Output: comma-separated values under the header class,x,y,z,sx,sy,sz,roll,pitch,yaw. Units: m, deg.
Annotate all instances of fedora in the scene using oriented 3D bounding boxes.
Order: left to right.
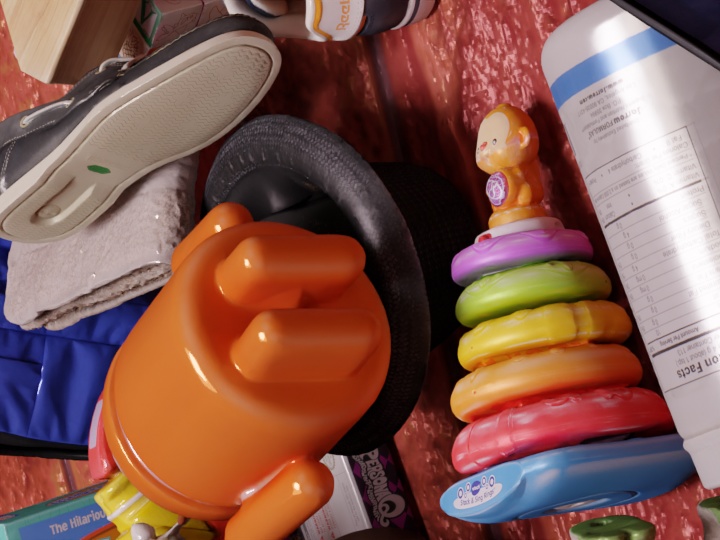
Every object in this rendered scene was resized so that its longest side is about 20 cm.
class,x,y,z,sx,sy,sz,roll,pitch,yaw
fedora,0.000,0.000,1.407,0.200,0.091,0.202,31,129,48

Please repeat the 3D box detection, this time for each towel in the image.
class,x,y,z,sx,sy,sz,roll,pitch,yaw
towel,-0.146,-0.043,1.511,0.200,0.034,0.133,-22,58,54

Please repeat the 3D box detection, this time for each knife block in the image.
class,x,y,z,sx,sy,sz,roll,pitch,yaw
knife block,-0.125,-0.219,1.460,0.175,0.064,0.201,-20,82,26

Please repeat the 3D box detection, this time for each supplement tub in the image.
class,x,y,z,sx,sy,sz,roll,pitch,yaw
supplement tub,0.165,-0.025,1.108,0.132,0.131,0.201,-30,80,57

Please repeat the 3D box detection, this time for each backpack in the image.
class,x,y,z,sx,sy,sz,roll,pitch,yaw
backpack,-0.232,0.024,1.655,0.162,0.199,0.169,12,97,62

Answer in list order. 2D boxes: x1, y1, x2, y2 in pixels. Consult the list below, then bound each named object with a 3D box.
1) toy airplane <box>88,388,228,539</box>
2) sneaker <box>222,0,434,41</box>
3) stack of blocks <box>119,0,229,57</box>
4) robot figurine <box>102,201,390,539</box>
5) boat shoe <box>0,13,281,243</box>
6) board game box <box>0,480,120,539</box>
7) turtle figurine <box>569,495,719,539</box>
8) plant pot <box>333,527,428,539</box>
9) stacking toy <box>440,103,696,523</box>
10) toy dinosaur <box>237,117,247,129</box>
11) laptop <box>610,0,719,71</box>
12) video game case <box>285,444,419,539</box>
class,x,y,z,sx,sy,sz,roll,pitch,yaw
toy airplane,-0.102,0.181,1.526,0.199,0.140,0.201,50,153,43
sneaker,-0.047,-0.176,1.416,0.200,0.079,0.079,32,130,49
stack of blocks,-0.146,-0.207,1.568,0.200,0.058,0.115,57,145,25
robot figurine,-0.059,0.054,1.322,0.144,0.117,0.200,44,144,2
boat shoe,-0.125,-0.087,1.409,0.199,0.072,0.068,-30,54,32
board game box,-0.142,0.231,1.672,0.045,0.151,0.201,-7,99,57
turtle figurine,0.161,0.209,1.214,0.143,0.200,0.195,-6,95,23
plant pot,0.030,0.230,1.382,0.175,0.199,0.201,50,142,47
stacking toy,0.085,0.016,1.296,0.116,0.109,0.201,-29,68,60
toy dinosaur,-0.071,-0.018,1.523,0.058,0.201,0.101,4,146,16
laptop,0.154,-0.174,1.016,0.103,0.176,0.201,-13,93,57
video game case,-0.032,0.141,1.570,0.181,0.036,0.201,-31,78,57
